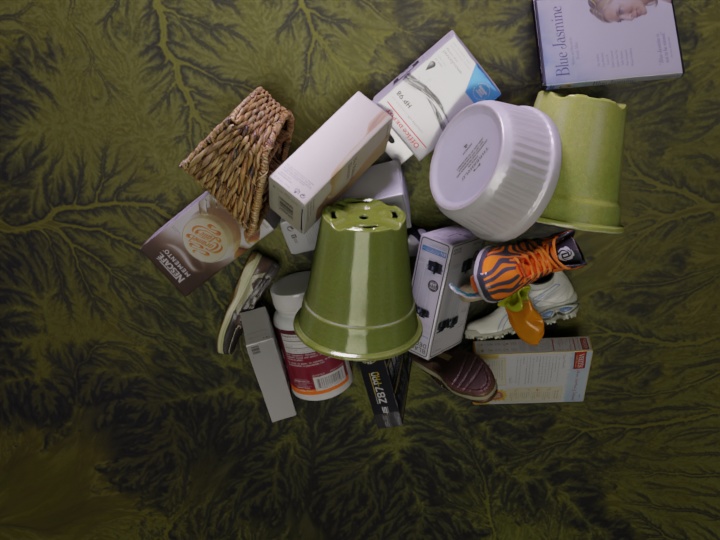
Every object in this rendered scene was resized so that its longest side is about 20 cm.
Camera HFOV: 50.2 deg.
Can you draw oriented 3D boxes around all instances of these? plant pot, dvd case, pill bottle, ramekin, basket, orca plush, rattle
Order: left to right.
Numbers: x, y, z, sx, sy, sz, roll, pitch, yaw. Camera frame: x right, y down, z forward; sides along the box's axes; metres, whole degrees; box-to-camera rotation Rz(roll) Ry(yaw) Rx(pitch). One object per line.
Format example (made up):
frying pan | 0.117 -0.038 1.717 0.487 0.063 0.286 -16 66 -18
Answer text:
basket | -0.150 -0.174 1.152 0.143 0.200 0.149 -40 104 20
pill bottle | -0.085 0.111 1.318 0.114 0.114 0.201 -9 112 7
plant pot | 0.000 0.000 1.142 0.199 0.200 0.191 3 117 2
orca plush | 0.025 -0.066 1.279 0.199 0.071 0.105 -3 158 12
ramekin | 0.183 -0.149 1.100 0.094 0.203 0.203 16 116 -31
rattle | 0.211 0.064 1.178 0.130 0.200 0.144 -1 97 16
plant pot | 0.311 -0.167 1.148 0.200 0.200 0.185 9 102 0
dvd case | 0.354 -0.337 1.109 0.199 0.018 0.143 -5 77 5

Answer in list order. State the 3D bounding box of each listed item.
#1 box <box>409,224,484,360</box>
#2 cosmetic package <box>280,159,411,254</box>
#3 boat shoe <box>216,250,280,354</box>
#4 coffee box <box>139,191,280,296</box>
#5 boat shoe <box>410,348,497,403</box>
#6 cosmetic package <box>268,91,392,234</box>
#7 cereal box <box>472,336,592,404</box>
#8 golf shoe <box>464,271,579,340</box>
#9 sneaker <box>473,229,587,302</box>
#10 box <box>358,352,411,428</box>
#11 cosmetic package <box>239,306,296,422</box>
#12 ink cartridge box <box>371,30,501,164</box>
box | 0.134 0.034 1.259 0.060 0.116 0.201 22 114 31
cosmetic package | -0.023 -0.101 1.223 0.199 0.102 0.074 -11 131 9
boat shoe | -0.194 0.065 1.327 0.065 0.073 0.201 22 113 -1
coffee box | -0.245 -0.064 1.271 0.200 0.080 0.114 -36 106 17
boat shoe | 0.169 0.178 1.301 0.075 0.202 0.075 -41 121 -10
cosmetic package | -0.044 -0.159 1.145 0.071 0.105 0.200 39 71 10
cereal box | 0.295 0.176 1.341 0.199 0.040 0.144 -2 134 3
golf shoe | 0.266 0.057 1.310 0.199 0.078 0.098 -19 89 9
sneaker | 0.244 -0.017 1.075 0.112 0.200 0.078 -16 98 42
box | 0.042 0.137 1.274 0.049 0.200 0.162 -11 113 14
cosmetic package | -0.157 0.164 1.328 0.050 0.083 0.200 -17 132 -7
ink cartridge box | 0.100 -0.253 1.176 0.200 0.067 0.116 -39 107 17
